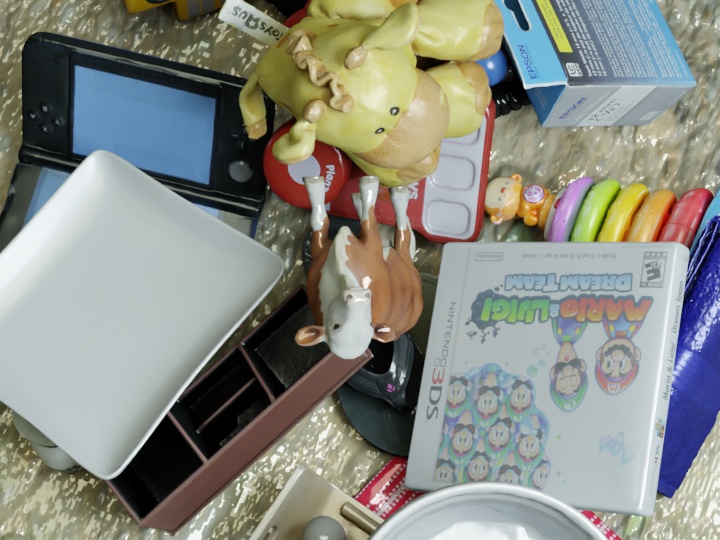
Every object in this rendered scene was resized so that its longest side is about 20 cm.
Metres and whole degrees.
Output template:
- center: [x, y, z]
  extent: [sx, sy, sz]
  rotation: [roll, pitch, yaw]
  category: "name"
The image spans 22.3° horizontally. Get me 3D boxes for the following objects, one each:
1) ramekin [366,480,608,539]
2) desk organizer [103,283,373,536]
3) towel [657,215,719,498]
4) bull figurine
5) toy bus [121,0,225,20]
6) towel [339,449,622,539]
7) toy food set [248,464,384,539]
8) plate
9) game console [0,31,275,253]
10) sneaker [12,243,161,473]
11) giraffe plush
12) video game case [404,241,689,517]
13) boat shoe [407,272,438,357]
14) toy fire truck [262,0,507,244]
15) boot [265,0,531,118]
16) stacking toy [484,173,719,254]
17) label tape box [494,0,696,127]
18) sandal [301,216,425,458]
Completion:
- center: [0.080, 0.240, 1.203]
  extent: [0.198, 0.105, 0.203]
  rotation: [0, 83, -1]
  category: "ramekin"
- center: [-0.094, 0.096, 1.309]
  extent: [0.200, 0.077, 0.072]
  rotation: [-42, 75, 3]
  category: "desk organizer"
- center: [0.235, 0.061, 1.298]
  extent: [0.049, 0.148, 0.201]
  rotation: [30, 90, 25]
  category: "towel"
- center: [0.000, 0.000, 1.249]
  extent: [0.064, 0.200, 0.123]
  rotation: [-2, 86, 11]
  category: "bull figurine"
- center: [-0.103, -0.259, 1.470]
  extent: [0.198, 0.078, 0.066]
  rotation: [-21, 72, -8]
  category: "toy bus"
- center: [0.096, 0.201, 1.332]
  extent: [0.200, 0.023, 0.145]
  rotation: [43, 74, 14]
  category: "towel"
- center: [0.000, 0.250, 1.276]
  extent: [0.199, 0.060, 0.144]
  rotation: [34, 84, 11]
  category: "toy food set"
- center: [-0.179, 0.030, 1.302]
  extent: [0.199, 0.032, 0.200]
  rotation: [30, 71, 29]
  category: "plate"
- center: [-0.176, -0.063, 1.380]
  extent: [0.198, 0.172, 0.119]
  rotation: [13, 43, 4]
  category: "game console"
- center: [-0.173, 0.059, 1.349]
  extent: [0.076, 0.081, 0.200]
  rotation: [34, 74, 31]
  category: "sneaker"
- center: [0.005, -0.129, 1.222]
  extent: [0.198, 0.162, 0.174]
  rotation: [10, 106, -11]
  category: "giraffe plush"
- center: [0.126, 0.070, 1.268]
  extent: [0.198, 0.024, 0.184]
  rotation: [1, 75, 39]
  category: "video game case"
- center: [0.111, 0.063, 1.357]
  extent: [0.066, 0.075, 0.199]
  rotation: [-11, 34, -45]
  category: "boat shoe"
- center: [0.023, -0.127, 1.362]
  extent: [0.166, 0.112, 0.202]
  rotation: [10, 111, 9]
  category: "toy fire truck"
- center: [0.034, -0.191, 1.446]
  extent: [0.209, 0.080, 0.159]
  rotation: [-11, 70, -5]
  category: "boot"
- center: [0.182, -0.031, 1.388]
  extent: [0.198, 0.110, 0.117]
  rotation: [21, 73, 19]
  category: "stacking toy"
- center: [0.151, -0.186, 1.400]
  extent: [0.199, 0.066, 0.144]
  rotation: [-6, 66, -42]
  category: "label tape box"
- center: [0.002, 0.049, 1.365]
  extent: [0.075, 0.048, 0.202]
  rotation: [-27, 68, 6]
  category: "sandal"
